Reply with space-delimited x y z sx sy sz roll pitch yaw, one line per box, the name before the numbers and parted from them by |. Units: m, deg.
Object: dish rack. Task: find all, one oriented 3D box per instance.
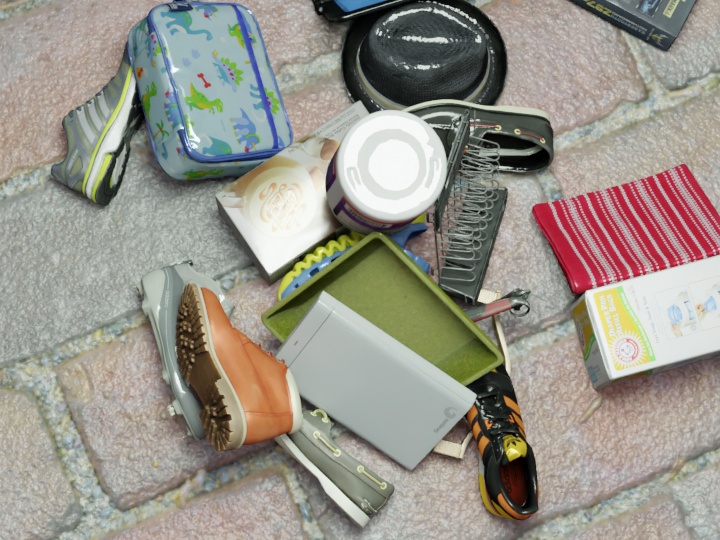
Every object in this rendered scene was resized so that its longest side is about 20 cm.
dish rack | 0.118 -0.072 1.528 0.054 0.200 0.154 11 62 13

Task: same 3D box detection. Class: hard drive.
hard drive | 0.009 0.123 1.517 0.200 0.132 0.027 34 38 -6

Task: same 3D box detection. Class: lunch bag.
lunch bag | -0.169 -0.208 1.592 0.160 0.082 0.201 -6 75 -40

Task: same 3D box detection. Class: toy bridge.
toy bridge | 0.135 0.116 1.582 0.067 0.027 0.201 15 78 0

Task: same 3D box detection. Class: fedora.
fedora | 0.076 -0.253 1.627 0.199 0.092 0.202 0 78 -1

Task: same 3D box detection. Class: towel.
towel | 0.309 -0.049 1.590 0.199 0.023 0.145 -15 47 -5

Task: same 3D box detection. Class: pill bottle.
pill bottle | 0.021 -0.095 1.456 0.111 0.200 0.112 1 85 -7

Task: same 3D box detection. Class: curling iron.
curling iron | 0.101 0.064 1.563 0.199 0.050 0.026 -21 67 15

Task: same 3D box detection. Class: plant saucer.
plant saucer | 0.026 0.061 1.514 0.200 0.200 0.048 45 36 -13

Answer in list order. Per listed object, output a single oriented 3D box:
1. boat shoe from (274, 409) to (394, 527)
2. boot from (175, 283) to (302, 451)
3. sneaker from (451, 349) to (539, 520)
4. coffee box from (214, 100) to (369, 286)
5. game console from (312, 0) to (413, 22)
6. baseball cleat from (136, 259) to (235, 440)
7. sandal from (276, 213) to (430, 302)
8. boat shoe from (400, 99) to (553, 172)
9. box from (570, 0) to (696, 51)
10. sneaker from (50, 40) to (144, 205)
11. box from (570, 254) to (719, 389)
boat shoe | -0.048 0.191 1.540 0.060 0.072 0.202 -43 86 -8
boot | -0.132 0.099 1.503 0.107 0.075 0.201 -5 57 -32
sneaker | 0.154 0.173 1.517 0.070 0.090 0.201 -15 91 -15
coffee box | -0.052 -0.087 1.594 0.199 0.080 0.115 -33 83 -8
game console | 0.034 -0.375 1.641 0.199 0.116 0.177 -17 79 -5
baseball cleat | -0.181 0.084 1.561 0.106 0.070 0.201 -19 80 -5
sandal | 0.000 0.000 1.581 0.199 0.080 0.087 -27 83 -5
boat shoe | 0.125 -0.150 1.609 0.200 0.074 0.063 2 52 -6
box | 0.349 -0.387 1.684 0.157 0.051 0.201 28 78 5
sneaker | -0.299 -0.180 1.616 0.081 0.074 0.201 16 76 6
box | 0.347 0.055 1.556 0.199 0.113 0.102 -15 80 -4
